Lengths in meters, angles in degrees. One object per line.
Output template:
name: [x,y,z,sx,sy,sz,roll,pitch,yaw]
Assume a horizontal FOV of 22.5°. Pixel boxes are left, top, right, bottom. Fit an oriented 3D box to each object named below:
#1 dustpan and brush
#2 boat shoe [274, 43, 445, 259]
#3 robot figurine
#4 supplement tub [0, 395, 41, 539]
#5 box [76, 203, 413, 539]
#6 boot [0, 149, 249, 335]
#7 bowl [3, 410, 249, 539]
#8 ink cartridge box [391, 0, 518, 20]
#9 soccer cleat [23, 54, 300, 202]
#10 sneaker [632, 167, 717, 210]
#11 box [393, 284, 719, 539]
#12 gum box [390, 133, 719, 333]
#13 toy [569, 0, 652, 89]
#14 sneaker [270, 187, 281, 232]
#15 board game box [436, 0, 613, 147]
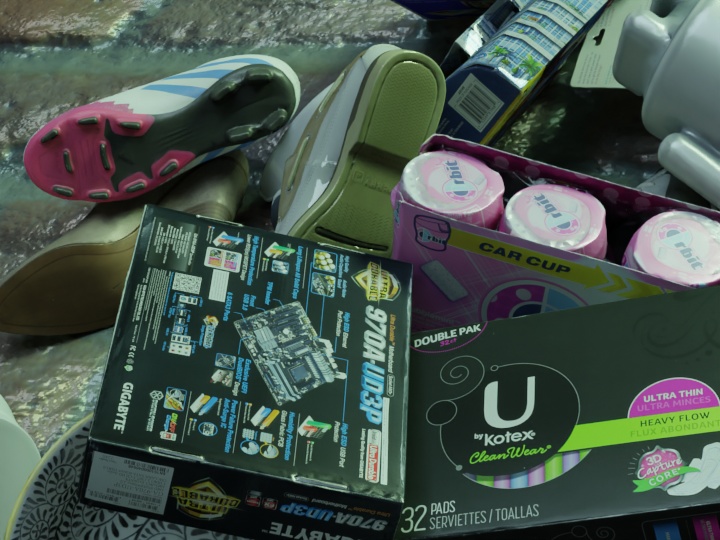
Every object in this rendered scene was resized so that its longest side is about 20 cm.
dustpan and brush: [0.000,-0.104,1.235,0.139,0.200,0.057,-36,78,-14]
boat shoe: [-0.013,-0.042,1.108,0.201,0.074,0.068,-63,28,-1]
robot figurine: [0.255,-0.106,1.122,0.199,0.113,0.170,35,69,16]
supplement tub: [-0.304,0.110,1.132,0.199,0.145,0.145,25,58,41]
box: [-0.054,0.053,0.949,0.157,0.046,0.201,12,36,-6]
boot: [-0.172,-0.035,1.301,0.198,0.071,0.147,-17,34,4]
bowl: [-0.092,0.168,0.991,0.198,0.094,0.203,1,77,-3]
ink cartridge box: [0.108,-0.221,1.295,0.196,0.044,0.200,-3,-1,20]
soccer cleat: [-0.136,-0.100,1.266,0.198,0.071,0.086,-16,16,1]
sneaker: [0.152,-0.029,1.150,0.198,0.076,0.116,20,50,25]
box: [0.130,0.111,0.959,0.198,0.125,0.149,-10,42,15]
gum box: [0.110,0.004,1.042,0.198,0.114,0.066,17,48,10]
toy: [0.253,-0.143,1.240,0.198,0.048,0.116,2,43,20]
sneaker: [0.000,0.000,1.170,0.199,0.079,0.079,23,52,38]
board game box: [0.088,-0.129,1.217,0.062,0.200,0.200,41,49,2]
